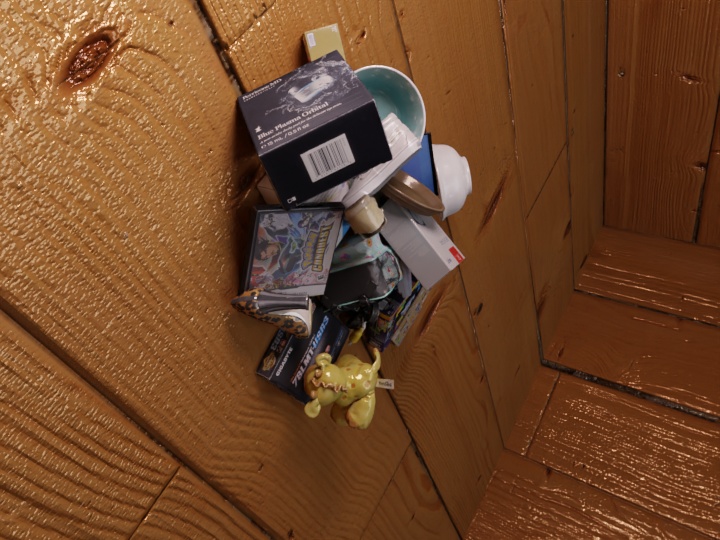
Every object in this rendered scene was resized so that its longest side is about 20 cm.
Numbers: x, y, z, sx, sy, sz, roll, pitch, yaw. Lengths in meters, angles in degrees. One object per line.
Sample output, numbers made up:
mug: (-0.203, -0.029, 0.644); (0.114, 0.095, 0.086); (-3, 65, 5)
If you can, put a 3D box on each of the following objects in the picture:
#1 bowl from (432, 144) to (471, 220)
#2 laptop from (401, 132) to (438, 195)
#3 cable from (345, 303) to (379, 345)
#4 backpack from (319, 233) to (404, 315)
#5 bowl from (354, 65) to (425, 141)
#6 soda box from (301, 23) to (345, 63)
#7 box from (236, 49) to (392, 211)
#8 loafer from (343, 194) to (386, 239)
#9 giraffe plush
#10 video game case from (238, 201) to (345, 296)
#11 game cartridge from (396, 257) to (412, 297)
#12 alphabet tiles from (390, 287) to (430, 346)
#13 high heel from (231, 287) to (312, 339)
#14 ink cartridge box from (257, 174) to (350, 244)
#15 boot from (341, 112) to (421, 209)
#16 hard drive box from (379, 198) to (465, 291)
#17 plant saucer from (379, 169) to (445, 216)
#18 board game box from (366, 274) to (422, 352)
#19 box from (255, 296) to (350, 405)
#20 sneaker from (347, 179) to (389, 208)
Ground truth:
bowl: (0.231, -0.235, 1.515); (0.201, 0.089, 0.205); (-12, 90, -87)
laptop: (0.084, -0.203, 1.387); (0.200, 0.102, 0.179); (-48, 139, -35)
cable: (0.014, 0.104, 1.371); (0.050, 0.200, 0.098); (23, 62, -15)
backpack: (0.000, 0.000, 1.280); (0.199, 0.174, 0.156); (-13, 84, -66)
bowl: (0.026, -0.307, 1.204); (0.105, 0.197, 0.205); (-113, -152, -73)
soda box: (-0.051, -0.340, 1.092); (0.063, 0.068, 0.203); (-15, 109, -5)
box: (-0.079, -0.233, 0.965); (0.194, 0.201, 0.118); (-26, 135, -1)
loafer: (0.011, -0.097, 1.134); (0.075, 0.069, 0.200); (-35, 180, 7)
giraffe plush: (-0.051, 0.246, 1.249); (0.160, 0.199, 0.176); (10, 63, -35)
video game case: (-0.128, -0.031, 1.099); (0.178, 0.026, 0.203); (-6, 127, -33)
game cartridge: (0.098, -0.050, 1.445); (0.202, 0.040, 0.134); (-88, 164, -50)
alphabet tiles: (0.145, 0.113, 1.612); (0.202, 0.007, 0.167); (-58, 165, -6)
high heel: (-0.163, 0.083, 1.130); (0.201, 0.140, 0.073); (92, -1, -67)
ink cartridge box: (-0.096, -0.139, 1.154); (0.145, 0.084, 0.201); (-57, 145, -26)
boot: (0.018, -0.209, 1.147); (0.199, 0.096, 0.074); (-41, 178, 13)
hard drive box: (0.128, -0.070, 1.308); (0.077, 0.201, 0.156); (-40, 176, 23)
plant saucer: (0.092, -0.175, 1.269); (0.199, 0.200, 0.030); (-3, 131, -56)
board game box: (0.096, 0.088, 1.527); (0.200, 0.056, 0.167); (-50, 160, -33)
box: (-0.118, 0.175, 1.291); (0.202, 0.049, 0.199); (-63, 147, -18)
sneaker: (-0.015, -0.158, 1.284); (0.198, 0.070, 0.094); (16, 109, -50)
